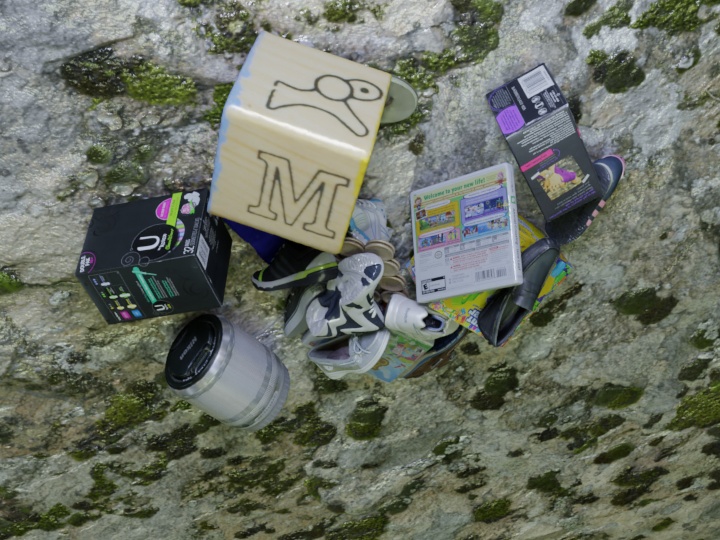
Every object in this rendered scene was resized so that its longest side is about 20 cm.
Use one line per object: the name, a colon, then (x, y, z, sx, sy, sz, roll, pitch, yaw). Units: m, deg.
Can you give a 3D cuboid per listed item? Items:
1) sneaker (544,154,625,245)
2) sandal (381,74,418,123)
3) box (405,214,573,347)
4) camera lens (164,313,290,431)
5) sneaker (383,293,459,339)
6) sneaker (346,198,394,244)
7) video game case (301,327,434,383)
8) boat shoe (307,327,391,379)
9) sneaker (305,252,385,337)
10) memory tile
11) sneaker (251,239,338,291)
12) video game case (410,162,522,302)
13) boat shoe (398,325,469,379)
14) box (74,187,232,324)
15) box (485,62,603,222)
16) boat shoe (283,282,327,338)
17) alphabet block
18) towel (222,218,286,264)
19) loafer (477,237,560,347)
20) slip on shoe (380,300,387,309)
sneaker: (0.392, -0.120, 1.516, 0.081, 0.070, 0.201, -31, 164, -35)
sandal: (-0.010, -0.251, 1.298, 0.197, 0.058, 0.081, 6, 131, -16)
box: (0.221, -0.006, 1.518, 0.198, 0.123, 0.193, 27, 111, -35)
camera lens: (-0.244, 0.186, 1.601, 0.159, 0.162, 0.200, -33, 132, 20)
sneaker: (0.121, 0.091, 1.520, 0.198, 0.086, 0.076, 8, 96, -54)
sneaker: (-0.003, -0.094, 1.447, 0.087, 0.074, 0.200, -52, 142, -10)
video game case: (0.011, 0.131, 1.637, 0.197, 0.022, 0.182, 26, 141, -14)
boat shoe: (-0.020, 0.143, 1.587, 0.064, 0.076, 0.201, 33, 147, -23)
sneaker: (0.008, 0.044, 1.476, 0.128, 0.080, 0.200, 4, 135, -40)
memory tile: (0.000, 0.000, 1.487, 0.150, 0.017, 0.201, 5, 150, 16)
sneaker: (-0.107, -0.017, 1.438, 0.198, 0.085, 0.071, -9, -175, 43)
video game case: (0.163, -0.055, 1.386, 0.022, 0.186, 0.198, 7, 165, -44)
boat shoe: (0.147, 0.149, 1.724, 0.072, 0.073, 0.199, 23, 135, -36)
box: (-0.318, -0.021, 1.373, 0.196, 0.151, 0.125, -9, 136, 11)
box: (0.289, -0.197, 1.373, 0.105, 0.124, 0.201, -26, 134, 12)
boat shoe: (-0.103, 0.058, 1.575, 0.068, 0.057, 0.201, -25, 162, -30)
alphabet block: (-0.084, -0.176, 1.220, 0.196, 0.198, 0.198, 18, 138, -3)
towel: (-0.132, -0.079, 1.447, 0.146, 0.050, 0.200, -29, 133, 15)
loafer: (0.266, 0.038, 1.442, 0.067, 0.071, 0.202, 19, 116, -32)
slip on shoe: (0.053, 0.091, 1.642, 0.060, 0.075, 0.202, -7, 140, -2)
